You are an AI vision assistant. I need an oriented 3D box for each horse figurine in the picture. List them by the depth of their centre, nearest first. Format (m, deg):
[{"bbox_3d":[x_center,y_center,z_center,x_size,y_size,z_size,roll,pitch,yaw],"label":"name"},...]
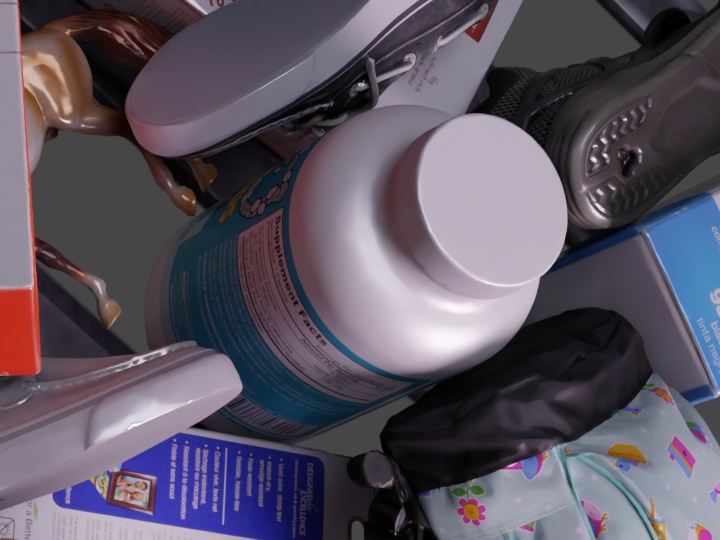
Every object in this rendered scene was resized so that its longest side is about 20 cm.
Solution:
[{"bbox_3d":[-0.136,-0.044,1.049,0.132,0.050,0.200,41,62,-9],"label":"horse figurine"}]

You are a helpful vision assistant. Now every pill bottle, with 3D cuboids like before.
[{"bbox_3d":[0.000,0.000,1.030,0.110,0.200,0.111,11,69,-30],"label":"pill bottle"}]

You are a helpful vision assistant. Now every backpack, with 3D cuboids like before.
[{"bbox_3d":[0.099,0.126,1.031,0.167,0.126,0.201,-31,97,-58],"label":"backpack"}]

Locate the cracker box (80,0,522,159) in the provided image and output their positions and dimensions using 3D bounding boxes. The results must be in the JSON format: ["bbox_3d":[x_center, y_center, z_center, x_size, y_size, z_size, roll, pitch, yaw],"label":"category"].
[{"bbox_3d":[-0.031,-0.137,1.143,0.200,0.058,0.134,37,59,-17],"label":"cracker box"}]

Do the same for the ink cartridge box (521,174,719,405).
[{"bbox_3d":[0.170,0.001,1.171,0.200,0.145,0.084,-25,89,-35],"label":"ink cartridge box"}]

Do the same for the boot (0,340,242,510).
[{"bbox_3d":[-0.152,0.044,0.964,0.199,0.074,0.096,-21,79,-9],"label":"boot"}]

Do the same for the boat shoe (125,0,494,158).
[{"bbox_3d":[-0.015,-0.089,1.065,0.199,0.073,0.068,-42,132,-36],"label":"boat shoe"}]

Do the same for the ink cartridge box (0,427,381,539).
[{"bbox_3d":[-0.077,0.113,1.045,0.199,0.037,0.095,11,68,-26],"label":"ink cartridge box"}]

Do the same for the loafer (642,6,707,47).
[{"bbox_3d":[0.173,-0.101,1.253,0.200,0.068,0.071,-27,98,-32],"label":"loafer"}]

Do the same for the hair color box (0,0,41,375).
[{"bbox_3d":[-0.182,-0.055,0.962,0.110,0.064,0.201,-3,56,-8],"label":"hair color box"}]

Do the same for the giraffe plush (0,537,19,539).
[{"bbox_3d":[-0.131,0.171,0.922,0.162,0.173,0.200,46,22,12],"label":"giraffe plush"}]

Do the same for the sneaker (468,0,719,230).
[{"bbox_3d":[0.124,-0.078,1.156,0.199,0.114,0.076,-32,116,-37],"label":"sneaker"}]
